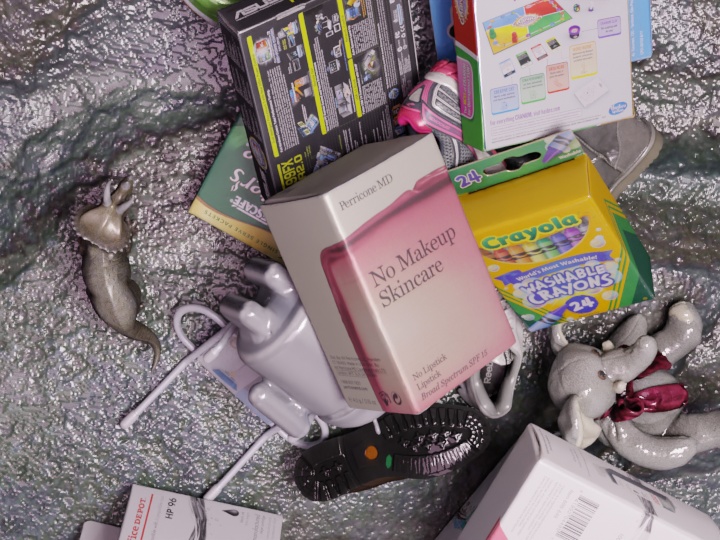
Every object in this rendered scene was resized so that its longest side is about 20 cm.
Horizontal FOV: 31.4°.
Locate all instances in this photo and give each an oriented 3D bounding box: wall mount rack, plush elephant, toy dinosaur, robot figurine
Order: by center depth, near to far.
[{"bbox_3d":[-0.034,0.068,1.176,0.200,0.113,0.170,40,82,-26],"label":"robot figurine"},{"bbox_3d":[-0.236,0.008,1.206,0.076,0.102,0.203,-4,103,-1],"label":"toy dinosaur"},{"bbox_3d":[0.245,0.108,1.215,0.198,0.166,0.155,-26,144,22],"label":"plush elephant"},{"bbox_3d":[-0.135,0.136,1.261,0.200,0.075,0.173,44,131,-10],"label":"wall mount rack"}]

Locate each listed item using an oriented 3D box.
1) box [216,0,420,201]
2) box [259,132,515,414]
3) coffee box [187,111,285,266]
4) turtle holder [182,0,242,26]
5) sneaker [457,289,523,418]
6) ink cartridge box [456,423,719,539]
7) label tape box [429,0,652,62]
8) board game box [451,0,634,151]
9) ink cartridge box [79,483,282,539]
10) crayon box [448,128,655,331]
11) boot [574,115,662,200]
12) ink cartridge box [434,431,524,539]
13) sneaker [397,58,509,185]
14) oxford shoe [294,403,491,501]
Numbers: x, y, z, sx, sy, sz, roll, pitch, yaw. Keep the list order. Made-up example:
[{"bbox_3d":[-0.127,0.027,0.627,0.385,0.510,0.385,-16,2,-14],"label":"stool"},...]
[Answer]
[{"bbox_3d":[-0.027,-0.161,1.107,0.159,0.044,0.201,-27,135,-16],"label":"box"},{"bbox_3d":[0.025,0.003,1.085,0.127,0.108,0.202,-32,106,-30],"label":"box"},{"bbox_3d":[-0.066,-0.115,1.213,0.122,0.044,0.201,30,101,-10],"label":"coffee box"},{"bbox_3d":[-0.090,-0.295,1.123,0.140,0.132,0.187,33,79,-12],"label":"turtle holder"},{"bbox_3d":[0.133,0.047,1.243,0.074,0.081,0.203,0,102,0],"label":"sneaker"},{"bbox_3d":[0.203,0.250,1.138,0.198,0.085,0.147,28,105,-8],"label":"ink cartridge box"},{"bbox_3d":[0.158,-0.247,1.156,0.197,0.066,0.144,-11,129,2],"label":"label tape box"},{"bbox_3d":[0.152,-0.214,1.066,0.151,0.040,0.203,-13,110,-20],"label":"board game box"},{"bbox_3d":[-0.183,0.284,1.261,0.197,0.117,0.068,12,123,-6],"label":"ink cartridge box"},{"bbox_3d":[0.168,-0.028,1.132,0.124,0.052,0.200,-17,139,25],"label":"crayon box"},{"bbox_3d":[0.162,-0.122,1.169,0.199,0.073,0.182,30,105,-36],"label":"boot"},{"bbox_3d":[0.167,0.298,1.270,0.146,0.146,0.201,36,100,-10],"label":"ink cartridge box"},{"bbox_3d":[0.082,-0.091,1.152,0.075,0.080,0.201,-44,132,-23],"label":"sneaker"},{"bbox_3d":[0.037,0.175,1.269,0.198,0.084,0.074,-15,81,16],"label":"oxford shoe"}]
